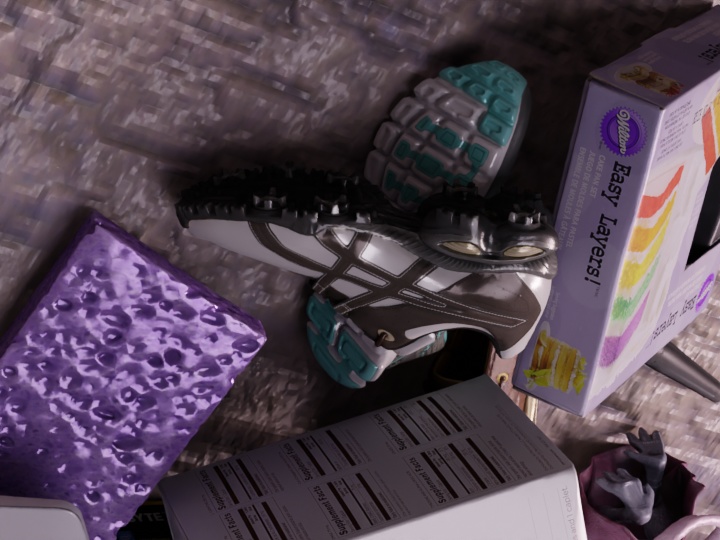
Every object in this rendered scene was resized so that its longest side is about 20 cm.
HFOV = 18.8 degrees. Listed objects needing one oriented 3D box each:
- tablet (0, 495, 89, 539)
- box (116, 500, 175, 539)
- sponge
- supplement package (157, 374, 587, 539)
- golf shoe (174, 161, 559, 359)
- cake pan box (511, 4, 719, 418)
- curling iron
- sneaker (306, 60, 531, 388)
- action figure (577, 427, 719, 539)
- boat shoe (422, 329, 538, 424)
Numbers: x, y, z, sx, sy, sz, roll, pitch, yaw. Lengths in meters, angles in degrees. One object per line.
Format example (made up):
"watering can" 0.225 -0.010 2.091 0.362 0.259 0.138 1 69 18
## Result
"tablet" -0.194 0.186 1.171 0.129 0.014 0.201 3 135 12
"box" -0.102 0.210 1.295 0.199 0.049 0.160 1 126 -33
"sponge" -0.150 0.078 1.145 0.111 0.030 0.200 32 104 -19
"supplement package" 0.017 0.193 1.187 0.199 0.147 0.192 -17 110 -11
"golf shoe" 0.000 0.000 1.115 0.199 0.078 0.095 8 112 8
"cake pan box" 0.160 -0.038 1.196 0.200 0.052 0.185 -30 140 -56
"curling iron" 0.171 0.053 1.355 0.200 0.025 0.050 23 75 -49
"sneaker" 0.044 -0.028 1.197 0.091 0.078 0.201 -4 131 -50
"action figure" 0.180 0.212 1.415 0.133 0.149 0.201 -9 114 -34
"boat shoe" 0.067 0.070 1.281 0.067 0.072 0.201 8 113 -30
